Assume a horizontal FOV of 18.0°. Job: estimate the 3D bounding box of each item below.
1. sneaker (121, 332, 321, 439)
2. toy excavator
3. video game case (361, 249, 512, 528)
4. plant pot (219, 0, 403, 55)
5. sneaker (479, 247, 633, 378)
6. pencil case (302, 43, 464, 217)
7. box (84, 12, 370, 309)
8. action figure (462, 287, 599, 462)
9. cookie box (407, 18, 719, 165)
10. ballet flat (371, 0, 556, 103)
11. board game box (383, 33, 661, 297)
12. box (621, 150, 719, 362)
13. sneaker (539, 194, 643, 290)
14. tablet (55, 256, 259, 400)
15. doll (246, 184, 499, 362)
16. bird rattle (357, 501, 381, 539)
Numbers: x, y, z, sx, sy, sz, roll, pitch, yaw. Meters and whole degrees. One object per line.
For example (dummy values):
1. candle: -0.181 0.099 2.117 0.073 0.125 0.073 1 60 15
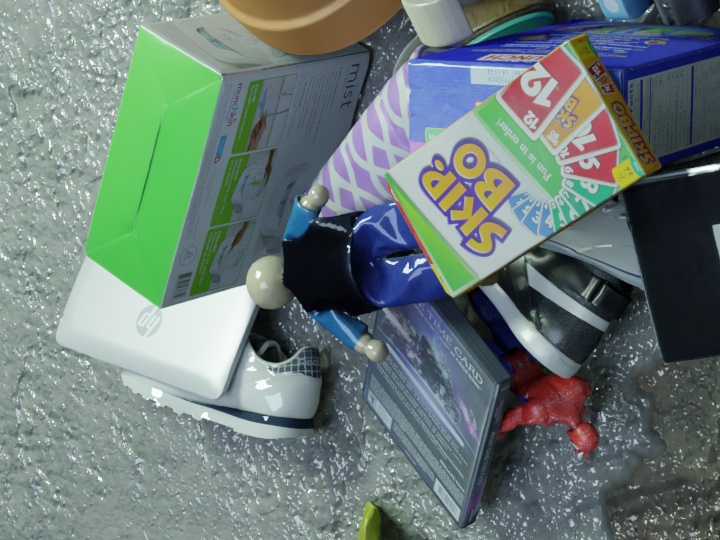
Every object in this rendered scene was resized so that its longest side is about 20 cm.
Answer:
1. sneaker: -0.114 0.085 1.898 0.199 0.076 0.081 12 97 32
2. toy excavator: 0.150 -0.215 1.530 0.199 0.194 0.100 6 133 50
3. video game case: 0.055 0.088 1.719 0.143 0.019 0.201 52 153 28
4. plant pot: -0.054 -0.274 1.649 0.199 0.140 0.202 -14 65 31
5. sneaker: 0.132 -0.023 1.670 0.112 0.073 0.200 -47 53 11
6. pencil case: 0.030 -0.081 1.661 0.200 0.085 0.084 -49 61 44
7. box: -0.101 -0.091 1.763 0.096 0.176 0.201 33 121 29
8. action figure: 0.110 0.085 1.702 0.200 0.065 0.099 44 148 37
9. cookie box: 0.155 -0.118 1.528 0.170 0.199 0.076 8 107 38
10. ballet flat: 0.067 -0.158 1.691 0.200 0.067 0.073 -47 52 41
11. board game box: 0.094 -0.060 1.449 0.200 0.030 0.096 -35 83 44
12. box: 0.305 -0.031 1.429 0.199 0.196 0.125 -10 96 40
13. sneaker: 0.180 -0.036 1.569 0.198 0.074 0.071 12 156 8
14. tablet: -0.166 0.025 1.910 0.199 0.014 0.131 16 81 38
15. doll: 0.000 0.000 1.644 0.199 0.048 0.137 -10 103 32
16. bird rattle: -0.037 0.281 1.829 0.201 0.162 0.113 -56 48 24
